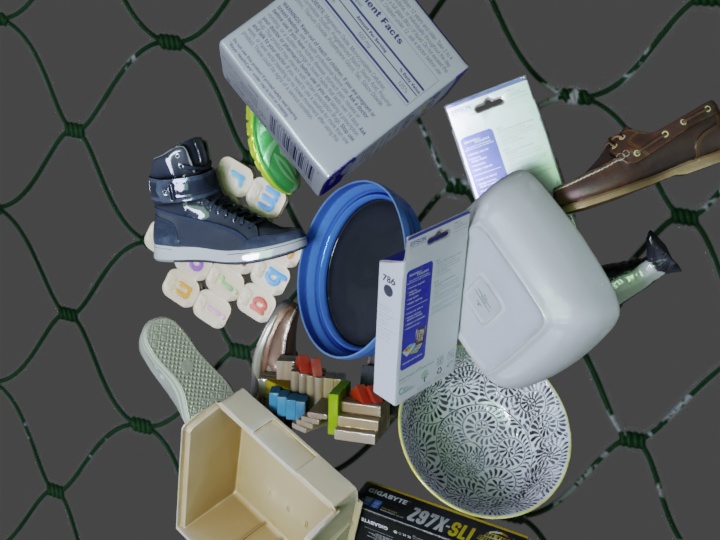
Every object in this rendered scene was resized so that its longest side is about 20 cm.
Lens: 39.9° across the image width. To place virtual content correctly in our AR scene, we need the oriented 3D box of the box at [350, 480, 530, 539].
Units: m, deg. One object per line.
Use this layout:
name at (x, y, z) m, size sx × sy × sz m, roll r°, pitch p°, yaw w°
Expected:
box at (0.083, 0.335, 1.093) m, size 0.198 × 0.049 × 0.161 m, roll 13°, pitch 122°, yaw 27°

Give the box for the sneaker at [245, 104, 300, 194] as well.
sneaker at (-0.085, -0.188, 1.151) m, size 0.083 × 0.074 × 0.202 m, roll 0°, pitch 99°, yaw 20°

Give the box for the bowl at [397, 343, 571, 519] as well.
bowl at (0.129, 0.193, 1.126) m, size 0.199 × 0.094 × 0.202 m, roll 5°, pitch 62°, yaw -10°

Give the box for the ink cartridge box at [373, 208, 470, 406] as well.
ink cartridge box at (0.062, 0.033, 1.023) m, size 0.039 × 0.099 × 0.202 m, roll 29°, pitch 127°, yaw 37°

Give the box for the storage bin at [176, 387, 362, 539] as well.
storage bin at (-0.107, 0.270, 1.117) m, size 0.199 × 0.093 × 0.200 m, roll 36°, pitch 136°, yaw 28°

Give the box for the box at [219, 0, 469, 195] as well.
box at (-0.021, -0.217, 1.073) m, size 0.200 × 0.105 × 0.184 m, roll -38°, pitch 88°, yaw -10°

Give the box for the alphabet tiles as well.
alphabet tiles at (-0.169, -0.034, 1.231) m, size 0.195 × 0.015 × 0.201 m, roll 31°, pitch 106°, yaw 11°

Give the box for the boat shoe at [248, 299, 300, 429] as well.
boat shoe at (-0.095, 0.131, 1.212) m, size 0.071 × 0.076 × 0.202 m, roll 17°, pitch 112°, yaw 9°

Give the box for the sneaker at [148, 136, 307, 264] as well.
sneaker at (-0.162, -0.084, 1.173) m, size 0.200 × 0.077 × 0.148 m, roll 1°, pitch 102°, yaw 18°

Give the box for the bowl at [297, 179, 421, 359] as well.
bowl at (0.000, 0.000, 1.120) m, size 0.200 × 0.039 × 0.203 m, roll -16°, pitch 69°, yaw 50°

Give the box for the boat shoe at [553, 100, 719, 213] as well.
boat shoe at (0.292, -0.118, 1.046) m, size 0.198 × 0.070 × 0.071 m, roll -21°, pitch 92°, yaw -3°

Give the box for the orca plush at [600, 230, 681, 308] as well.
orca plush at (0.244, 0.010, 1.091) m, size 0.200 × 0.105 × 0.072 m, roll -43°, pitch 46°, yaw 38°

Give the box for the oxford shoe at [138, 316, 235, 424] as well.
oxford shoe at (-0.214, 0.147, 1.256) m, size 0.201 × 0.075 × 0.058 m, roll 58°, pitch 150°, yaw -8°

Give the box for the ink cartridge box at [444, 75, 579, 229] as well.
ink cartridge box at (0.172, -0.105, 1.103) m, size 0.099 × 0.039 × 0.202 m, roll -17°, pitch 96°, yaw 18°

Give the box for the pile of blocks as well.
pile of blocks at (-0.052, 0.132, 1.098) m, size 0.199 × 0.082 × 0.063 m, roll 13°, pitch 108°, yaw 39°

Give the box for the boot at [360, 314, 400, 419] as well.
boot at (0.050, 0.078, 1.165) m, size 0.074 × 0.097 × 0.202 m, roll 10°, pitch 78°, yaw 21°

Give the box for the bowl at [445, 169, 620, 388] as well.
bowl at (0.153, 0.022, 1.047) m, size 0.201 × 0.074 × 0.200 m, roll 57°, pitch 143°, yaw 14°
